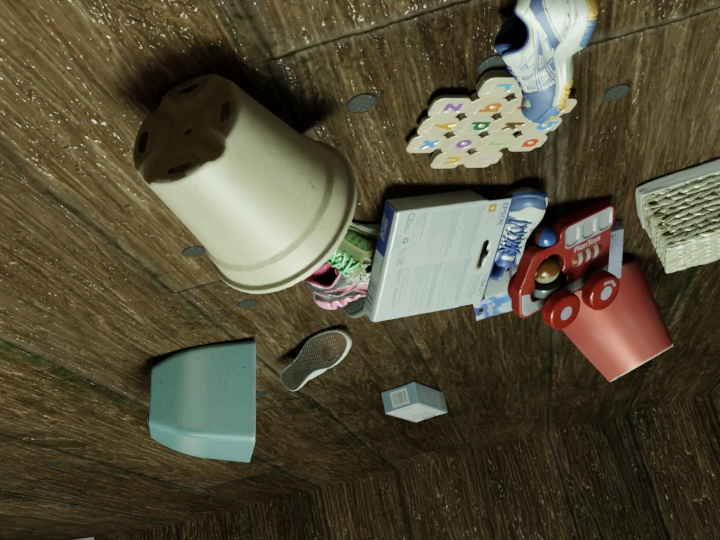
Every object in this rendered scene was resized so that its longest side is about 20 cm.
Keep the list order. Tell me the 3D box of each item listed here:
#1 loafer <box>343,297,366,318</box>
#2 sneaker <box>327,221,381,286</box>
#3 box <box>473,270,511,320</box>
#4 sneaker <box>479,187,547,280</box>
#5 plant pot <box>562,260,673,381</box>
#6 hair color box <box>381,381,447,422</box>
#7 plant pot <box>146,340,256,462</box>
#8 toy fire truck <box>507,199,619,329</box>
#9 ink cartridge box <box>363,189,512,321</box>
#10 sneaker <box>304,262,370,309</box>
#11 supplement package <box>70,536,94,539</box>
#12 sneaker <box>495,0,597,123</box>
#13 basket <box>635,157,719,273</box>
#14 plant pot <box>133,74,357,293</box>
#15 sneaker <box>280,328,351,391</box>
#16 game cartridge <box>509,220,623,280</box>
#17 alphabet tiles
[{"bbox_3d":[0.055,0.023,1.471,0.200,0.075,0.070,-25,167,38],"label":"loafer"},{"bbox_3d":[-0.017,-0.023,1.281,0.200,0.089,0.077,2,154,-31],"label":"sneaker"},{"bbox_3d":[0.307,0.033,1.640,0.200,0.048,0.122,-16,157,5],"label":"box"},{"bbox_3d":[0.236,-0.051,1.335,0.075,0.088,0.200,8,153,-6],"label":"sneaker"},{"bbox_3d":[0.496,0.104,1.679,0.200,0.177,0.200,-28,165,-8],"label":"plant pot"},{"bbox_3d":[0.145,0.350,2.299,0.099,0.061,0.200,-21,156,21],"label":"hair color box"},{"bbox_3d":[-0.307,0.256,1.680,0.200,0.196,0.196,2,156,-9],"label":"plant pot"},{"bbox_3d":[0.325,-0.013,1.400,0.200,0.112,0.168,-23,126,-22],"label":"toy fire truck"},{"bbox_3d":[0.112,-0.024,1.286,0.200,0.043,0.196,-9,129,-28],"label":"ink cartridge box"},{"bbox_3d":[0.000,0.000,1.383,0.200,0.079,0.095,-20,145,15],"label":"sneaker"},{"bbox_3d":[-1.144,1.136,3.371,0.200,0.152,0.151,0,155,-28],"label":"supplement package"},{"bbox_3d":[0.182,-0.232,0.913,0.088,0.075,0.200,0,150,-1],"label":"sneaker"},{"bbox_3d":[0.556,-0.089,1.382,0.200,0.123,0.136,-17,156,13],"label":"basket"},{"bbox_3d":[-0.133,-0.104,0.930,0.200,0.201,0.183,-21,145,19],"label":"plant pot"},{"bbox_3d":[-0.081,0.167,1.759,0.200,0.073,0.085,-38,178,35],"label":"sneaker"},{"bbox_3d":[0.362,-0.011,1.527,0.200,0.038,0.130,-13,131,1],"label":"game cartridge"},{"bbox_3d":[0.162,-0.185,1.086,0.196,0.015,0.200,-4,156,-19],"label":"alphabet tiles"}]
